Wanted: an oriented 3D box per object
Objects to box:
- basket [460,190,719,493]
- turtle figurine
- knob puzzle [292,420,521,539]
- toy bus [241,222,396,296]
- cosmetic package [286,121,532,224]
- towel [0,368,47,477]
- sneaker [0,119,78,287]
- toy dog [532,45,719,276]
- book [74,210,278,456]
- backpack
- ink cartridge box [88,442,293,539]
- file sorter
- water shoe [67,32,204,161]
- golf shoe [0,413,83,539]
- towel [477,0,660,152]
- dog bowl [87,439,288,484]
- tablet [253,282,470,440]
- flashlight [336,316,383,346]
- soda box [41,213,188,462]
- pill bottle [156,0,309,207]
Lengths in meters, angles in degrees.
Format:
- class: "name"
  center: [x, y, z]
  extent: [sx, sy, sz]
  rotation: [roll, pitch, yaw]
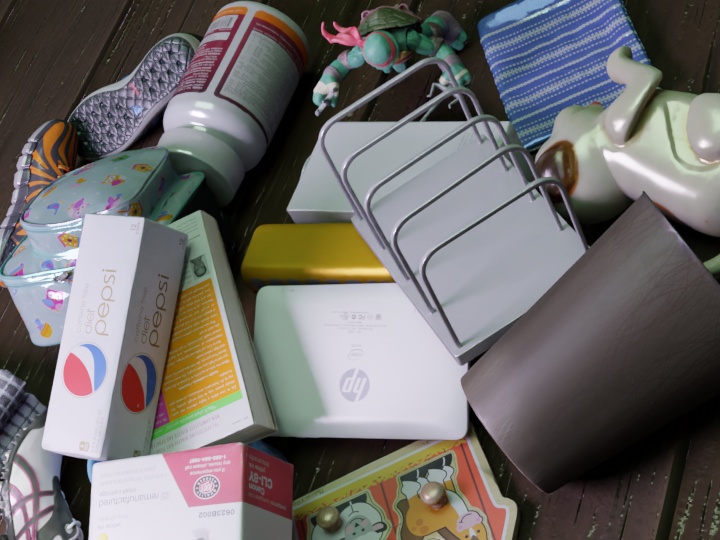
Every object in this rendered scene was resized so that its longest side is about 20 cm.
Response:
- class: "basket"
  center: [0.188, 0.066, 1.186]
  extent: [0.200, 0.180, 0.136]
  rotation: [-39, 36, 10]
- class: "turtle figurine"
  center: [0.034, -0.205, 1.493]
  extent: [0.150, 0.101, 0.200]
  rotation: [4, 18, 14]
- class: "knob puzzle"
  center: [0.032, 0.223, 1.222]
  extent: [0.219, 0.030, 0.220]
  rotation: [-15, 47, 17]
- class: "toy bus"
  center: [0.000, 0.000, 1.394]
  extent: [0.200, 0.078, 0.065]
  rotation: [0, 54, 30]
- class: "cosmetic package"
  center: [0.046, -0.072, 1.430]
  extent: [0.200, 0.081, 0.113]
  rotation: [4, 55, 33]
- class: "towel"
  center: [-0.422, 0.160, 1.494]
  extent: [0.200, 0.086, 0.166]
  rotation: [8, 57, 34]
- class: "sneaker"
  center: [-0.307, -0.068, 1.639]
  extent: [0.112, 0.078, 0.200]
  rotation: [1, 65, 25]
- class: "toy dog"
  center: [0.246, -0.091, 1.313]
  extent: [0.200, 0.140, 0.194]
  rotation: [-2, 89, 26]
- class: "book"
  center: [-0.162, 0.065, 1.332]
  extent: [0.134, 0.048, 0.200]
  rotation: [-23, 69, 16]
- class: "backpack"
  center: [-0.243, -0.018, 1.487]
  extent: [0.200, 0.153, 0.176]
  rotation: [-22, 24, 21]
- class: "ink cartridge box"
  center: [-0.134, 0.247, 1.219]
  extent: [0.145, 0.083, 0.200]
  rotation: [-10, 67, 23]
- class: "file sorter"
  center: [0.074, -0.055, 1.251]
  extent: [0.139, 0.125, 0.200]
  rotation: [-33, 45, -3]
- class: "water shoe"
  center: [-0.232, -0.183, 1.699]
  extent: [0.200, 0.079, 0.072]
  rotation: [-33, 84, 26]
- class: "golf shoe"
  center: [-0.281, 0.222, 1.385]
  extent: [0.088, 0.077, 0.200]
  rotation: [3, 55, 7]
- class: "towel"
  center: [0.195, -0.208, 1.500]
  extent: [0.145, 0.024, 0.200]
  rotation: [-24, 45, 11]
- class: "dog bowl"
  center: [-0.154, 0.175, 1.354]
  extent: [0.200, 0.050, 0.112]
  rotation: [10, 59, 34]
- class: "tablet"
  center: [-0.002, 0.075, 1.309]
  extent: [0.200, 0.014, 0.130]
  rotation: [-2, 81, 26]
- class: "flashlight"
  center: [0.082, 0.053, 1.318]
  extent: [0.200, 0.068, 0.068]
  rotation: [-15, 78, 24]
- class: "soda box"
  center: [-0.203, 0.057, 1.294]
  extent: [0.064, 0.068, 0.200]
  rotation: [4, 81, 28]
- class: "pill bottle"
  center: [-0.134, -0.168, 1.591]
  extent: [0.109, 0.110, 0.200]
  rotation: [3, 55, 31]
